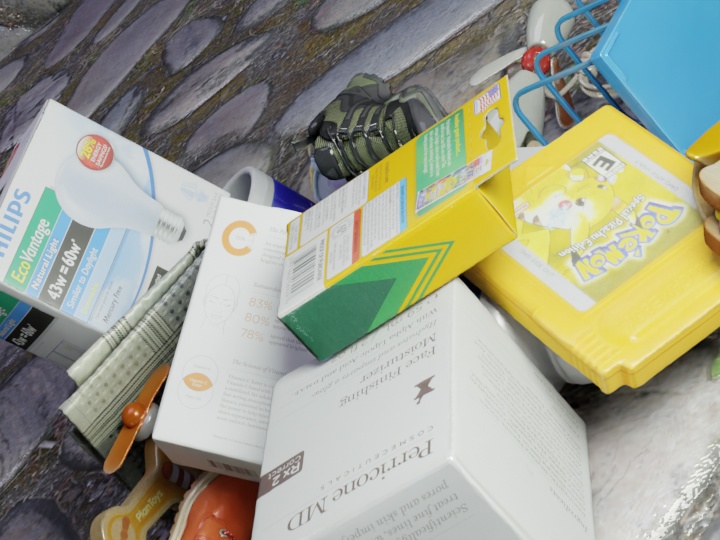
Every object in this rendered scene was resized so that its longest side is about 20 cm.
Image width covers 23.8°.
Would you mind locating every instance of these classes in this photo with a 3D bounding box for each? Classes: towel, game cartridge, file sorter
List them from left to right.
[{"bbox_3d":[-0.163,0.099,1.505,0.034,0.193,0.200,26,68,39],"label":"towel"},{"bbox_3d":[0.175,-0.019,1.177,0.176,0.033,0.200,-35,46,-17],"label":"game cartridge"},{"bbox_3d":[0.233,-0.177,1.414,0.122,0.139,0.201,-17,34,49],"label":"file sorter"}]

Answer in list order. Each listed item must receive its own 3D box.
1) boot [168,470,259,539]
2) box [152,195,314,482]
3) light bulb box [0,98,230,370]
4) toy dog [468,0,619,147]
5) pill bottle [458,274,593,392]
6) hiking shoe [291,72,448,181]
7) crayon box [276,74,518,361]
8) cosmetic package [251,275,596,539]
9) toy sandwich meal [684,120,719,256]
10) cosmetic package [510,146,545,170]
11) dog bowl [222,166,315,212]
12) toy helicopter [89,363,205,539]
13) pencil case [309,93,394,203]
[{"bbox_3d":[-0.110,0.234,1.349,0.107,0.075,0.201,7,58,52],"label":"boot"},{"bbox_3d":[-0.073,0.060,1.344,0.098,0.123,0.202,77,-153,-73],"label":"box"},{"bbox_3d":[-0.259,-0.019,1.622,0.125,0.199,0.200,-38,30,57],"label":"light bulb box"},{"bbox_3d":[0.147,-0.142,1.549,0.200,0.132,0.096,-45,-15,-17],"label":"toy dog"},{"bbox_3d":[0.092,0.045,1.263,0.199,0.120,0.120,-9,38,32],"label":"pill bottle"},{"bbox_3d":[0.016,-0.103,1.427,0.101,0.076,0.200,-40,24,-11],"label":"hiking shoe"},{"bbox_3d":[0.037,-0.036,1.173,0.199,0.052,0.126,-34,26,20],"label":"crayon box"},{"bbox_3d":[0.044,0.148,1.120,0.164,0.165,0.201,-32,25,21],"label":"cosmetic package"},{"bbox_3d":[0.304,-0.074,1.121,0.203,0.071,0.206,-9,47,10],"label":"toy sandwich meal"},{"bbox_3d":[0.137,-0.035,1.358,0.085,0.108,0.199,-49,23,-22],"label":"cosmetic package"},{"bbox_3d":[-0.120,0.005,1.653,0.201,0.078,0.201,-54,18,26],"label":"dog bowl"},{"bbox_3d":[-0.168,0.168,1.421,0.079,0.133,0.200,-24,15,35],"label":"toy helicopter"},{"bbox_3d":[0.018,-0.108,1.634,0.084,0.090,0.200,-69,-10,25],"label":"pencil case"}]
